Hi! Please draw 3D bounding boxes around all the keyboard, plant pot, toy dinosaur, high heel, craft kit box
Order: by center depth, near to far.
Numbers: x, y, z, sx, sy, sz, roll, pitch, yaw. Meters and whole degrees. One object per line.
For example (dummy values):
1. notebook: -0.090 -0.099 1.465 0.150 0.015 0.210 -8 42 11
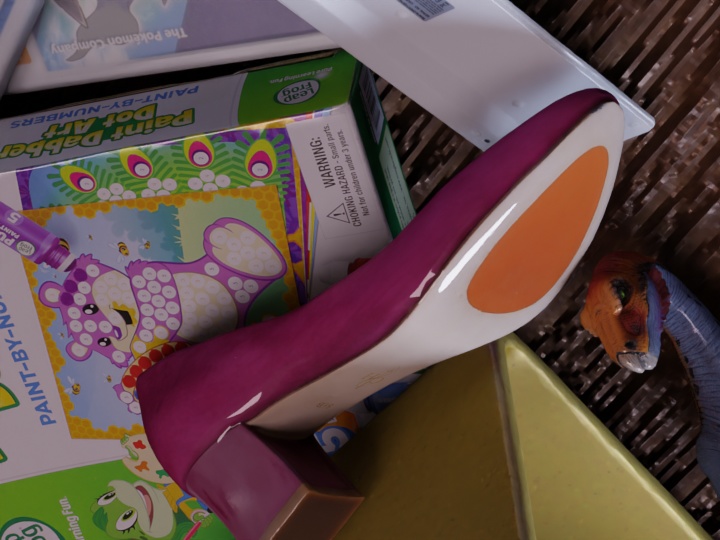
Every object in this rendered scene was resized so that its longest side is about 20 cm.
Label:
1. keyboard: 0.012 -0.085 0.860 0.056 0.011 0.200 -26 137 34
2. high heel: 0.000 0.000 0.897 0.200 0.067 0.096 -49 56 11
3. toy dinosaur: 0.137 0.077 0.921 0.181 0.105 0.200 41 139 10
4. plant pot: 0.033 0.180 0.925 0.200 0.195 0.196 -35 118 19
5. craft kit box: -0.068 0.029 0.975 0.197 0.049 0.201 -9 124 16

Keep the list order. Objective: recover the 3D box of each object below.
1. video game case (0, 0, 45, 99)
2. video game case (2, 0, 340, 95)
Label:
1. video game case: -0.204 -0.109 0.952 0.182 0.022 0.200 33 142 -1
2. video game case: -0.068 -0.150 0.894 0.199 0.023 0.183 -6 121 25
